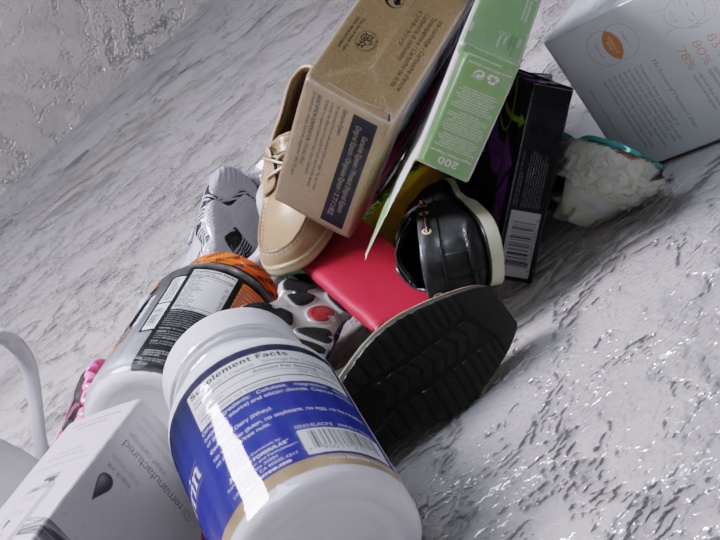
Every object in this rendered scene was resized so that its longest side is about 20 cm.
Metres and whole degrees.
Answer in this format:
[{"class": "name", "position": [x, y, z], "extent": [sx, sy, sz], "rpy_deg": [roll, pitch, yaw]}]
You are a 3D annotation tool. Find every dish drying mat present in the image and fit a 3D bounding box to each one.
[{"class": "dish drying mat", "position": [0.000, 0.000, 1.279], "extent": [0.076, 0.018, 0.200], "rpy_deg": [-16, 29, -22]}]

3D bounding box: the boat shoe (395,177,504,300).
[{"class": "boat shoe", "position": [0.054, -0.024, 1.202], "extent": [0.062, 0.074, 0.201], "rpy_deg": [-12, 11, -6]}]

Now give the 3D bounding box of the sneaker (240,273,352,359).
[{"class": "sneaker", "position": [-0.056, 0.069, 1.230], "extent": [0.200, 0.080, 0.084], "rpy_deg": [-34, -37, -65]}]

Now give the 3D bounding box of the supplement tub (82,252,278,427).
[{"class": "supplement tub", "position": [-0.134, 0.075, 1.303], "extent": [0.122, 0.123, 0.200], "rpy_deg": [-28, 18, 27]}]

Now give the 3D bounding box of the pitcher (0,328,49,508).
[{"class": "pitcher", "position": [-0.271, 0.161, 1.224], "extent": [0.172, 0.201, 0.121], "rpy_deg": [-46, 19, -29]}]

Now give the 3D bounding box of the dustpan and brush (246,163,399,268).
[{"class": "dustpan and brush", "position": [-0.063, -0.044, 1.428], "extent": [0.199, 0.058, 0.139], "rpy_deg": [-35, 28, -23]}]

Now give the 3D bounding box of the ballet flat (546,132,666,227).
[{"class": "ballet flat", "position": [0.165, -0.064, 1.187], "extent": [0.072, 0.072, 0.200], "rpy_deg": [-38, 14, -3]}]

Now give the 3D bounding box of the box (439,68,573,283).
[{"class": "box", "position": [0.104, -0.083, 1.242], "extent": [0.200, 0.036, 0.144], "rpy_deg": [-129, 48, -74]}]

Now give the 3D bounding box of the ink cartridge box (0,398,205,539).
[{"class": "ink cartridge box", "position": [-0.163, 0.202, 0.987], "extent": [0.082, 0.147, 0.200], "rpy_deg": [-22, 24, 41]}]

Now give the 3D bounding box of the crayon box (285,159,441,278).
[{"class": "crayon box", "position": [0.013, -0.042, 1.436], "extent": [0.127, 0.051, 0.199], "rpy_deg": [-44, 19, -22]}]

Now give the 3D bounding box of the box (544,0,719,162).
[{"class": "box", "position": [0.254, -0.173, 1.159], "extent": [0.199, 0.125, 0.098], "rpy_deg": [-21, 23, 42]}]

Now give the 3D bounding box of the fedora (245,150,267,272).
[{"class": "fedora", "position": [-0.064, -0.082, 1.623], "extent": [0.177, 0.091, 0.199], "rpy_deg": [-47, 19, -28]}]

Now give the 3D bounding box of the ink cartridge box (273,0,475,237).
[{"class": "ink cartridge box", "position": [0.020, -0.150, 1.240], "extent": [0.201, 0.075, 0.165], "rpy_deg": [-59, -6, -30]}]

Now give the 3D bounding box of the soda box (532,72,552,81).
[{"class": "soda box", "position": [0.063, -0.141, 1.399], "extent": [0.198, 0.064, 0.070], "rpy_deg": [8, 19, 28]}]

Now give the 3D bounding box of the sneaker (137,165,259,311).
[{"class": "sneaker", "position": [-0.153, -0.001, 1.539], "extent": [0.114, 0.075, 0.202], "rpy_deg": [-28, 46, 37]}]

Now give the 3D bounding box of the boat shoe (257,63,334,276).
[{"class": "boat shoe", "position": [-0.055, -0.084, 1.327], "extent": [0.071, 0.065, 0.201], "rpy_deg": [-13, 44, 24]}]

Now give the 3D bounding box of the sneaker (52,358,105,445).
[{"class": "sneaker", "position": [-0.242, 0.151, 1.431], "extent": [0.095, 0.079, 0.200], "rpy_deg": [-44, 13, 17]}]

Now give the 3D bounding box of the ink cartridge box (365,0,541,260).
[{"class": "ink cartridge box", "position": [0.069, -0.111, 1.151], "extent": [0.146, 0.048, 0.201], "rpy_deg": [-69, 1, -50]}]

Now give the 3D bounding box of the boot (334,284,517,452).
[{"class": "boot", "position": [0.007, 0.073, 1.117], "extent": [0.199, 0.078, 0.138], "rpy_deg": [-37, 12, -1]}]

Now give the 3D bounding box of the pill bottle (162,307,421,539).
[{"class": "pill bottle", "position": [-0.049, 0.112, 0.957], "extent": [0.115, 0.116, 0.200], "rpy_deg": [-37, 36, 2]}]
